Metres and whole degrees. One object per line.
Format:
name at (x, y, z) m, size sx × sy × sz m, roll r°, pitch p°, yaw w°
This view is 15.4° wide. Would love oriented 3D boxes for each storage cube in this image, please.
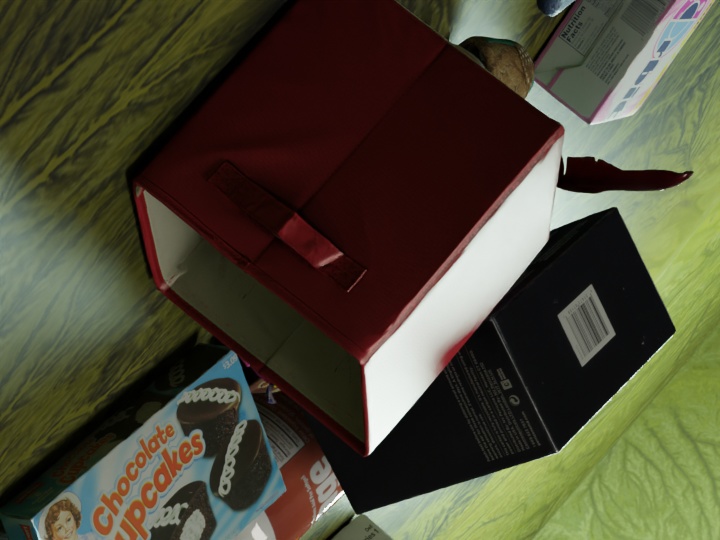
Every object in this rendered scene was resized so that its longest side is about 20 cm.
storage cube at (-0.006, -0.034, 1.523) m, size 0.180 × 0.171 × 0.200 m, roll -49°, pitch 166°, yaw -15°

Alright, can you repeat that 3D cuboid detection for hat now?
hat at (0.116, -0.032, 1.901) m, size 0.166 × 0.176 × 0.200 m, roll -50°, pitch 166°, yaw -7°

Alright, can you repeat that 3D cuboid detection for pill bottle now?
pill bottle at (-0.079, 0.147, 1.876) m, size 0.200 × 0.112 × 0.112 m, roll -43°, pitch 164°, yaw -32°

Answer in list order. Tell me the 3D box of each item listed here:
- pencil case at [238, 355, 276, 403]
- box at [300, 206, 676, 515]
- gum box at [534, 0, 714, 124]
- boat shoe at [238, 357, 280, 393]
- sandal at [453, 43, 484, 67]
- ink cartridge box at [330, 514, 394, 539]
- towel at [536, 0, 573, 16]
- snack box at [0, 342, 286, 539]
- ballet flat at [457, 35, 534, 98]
pencil case at (0.000, 0.000, 1.700) m, size 0.199 × 0.089 × 0.088 m, roll -32°, pitch 163°, yaw -9°
box at (0.088, 0.061, 1.838) m, size 0.181 × 0.105 × 0.200 m, roll -20°, pitch -169°, yaw 38°
gum box at (0.217, -0.202, 2.019) m, size 0.201 × 0.066 × 0.113 m, roll -55°, pitch 164°, yaw 19°
boat shoe at (-0.028, 0.006, 1.771) m, size 0.200 × 0.072 × 0.072 m, roll -49°, pitch 169°, yaw 20°
sandal at (0.010, -0.072, 1.659) m, size 0.207 × 0.079 × 0.059 m, roll -50°, pitch 152°, yaw -21°
ink cartridge box at (-0.039, 0.355, 2.606) m, size 0.145 × 0.084 × 0.201 m, roll -37°, pitch 160°, yaw -44°
towel at (0.164, -0.265, 1.730) m, size 0.112 × 0.048 × 0.201 m, roll -38°, pitch 161°, yaw -42°
snack box at (-0.138, 0.148, 1.717) m, size 0.200 × 0.037 × 0.117 m, roll -41°, pitch 123°, yaw -37°
ballet flat at (0.038, -0.080, 1.807) m, size 0.065 × 0.070 × 0.201 m, roll 27°, pitch 100°, yaw -49°
